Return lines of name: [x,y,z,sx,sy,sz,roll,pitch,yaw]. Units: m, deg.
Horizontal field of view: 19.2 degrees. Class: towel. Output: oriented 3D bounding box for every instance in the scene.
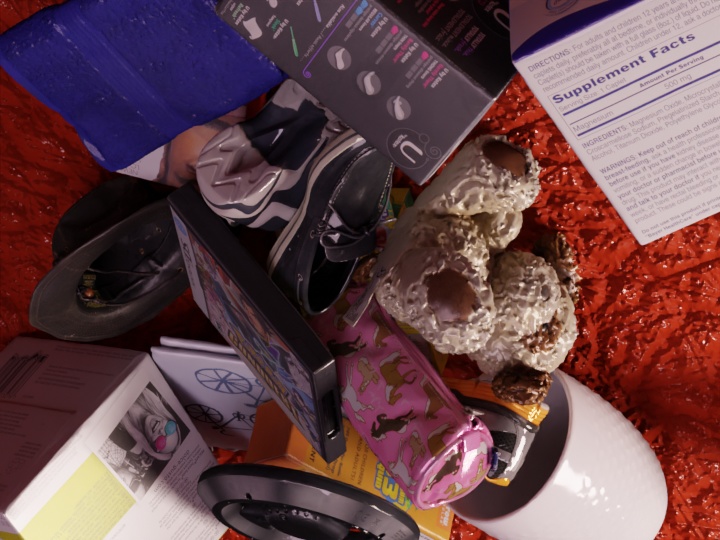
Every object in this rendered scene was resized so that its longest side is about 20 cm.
towel: [-0.163,-0.167,1.614,0.199,0.050,0.148,-23,125,34]

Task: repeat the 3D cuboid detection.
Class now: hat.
hat: [-0.202,-0.027,1.802,0.081,0.200,0.201,61,139,25]

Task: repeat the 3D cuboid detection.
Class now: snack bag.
snack bag: [-0.076,0.121,1.906,0.187,0.022,0.200,6,151,14]

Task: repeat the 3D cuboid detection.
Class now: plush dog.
plush dog: [0.097,0.022,1.676,0.171,0.201,0.160,37,141,-19]

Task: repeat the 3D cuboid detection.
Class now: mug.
mug: [0.157,0.174,1.820,0.199,0.148,0.175,0,156,47]

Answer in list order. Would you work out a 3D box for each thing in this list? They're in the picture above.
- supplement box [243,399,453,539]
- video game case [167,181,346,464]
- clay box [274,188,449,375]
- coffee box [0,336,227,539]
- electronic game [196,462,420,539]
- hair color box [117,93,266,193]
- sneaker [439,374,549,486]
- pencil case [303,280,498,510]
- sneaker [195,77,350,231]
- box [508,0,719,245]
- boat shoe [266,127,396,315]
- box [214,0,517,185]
supplement box: [-0.005,0.182,1.895,0.200,0.067,0.069,32,145,-32]
video game case: [-0.083,0.045,1.731,0.200,0.025,0.181,50,164,23]
clay box: [0.000,0.000,1.782,0.114,0.048,0.201,2,130,22]
coffee box: [-0.266,0.203,1.921,0.199,0.200,0.198,5,135,45]
electronic game: [-0.045,0.210,1.847,0.199,0.042,0.200,13,158,5]
hair color box: [-0.132,-0.158,1.680,0.110,0.064,0.201,14,135,8]
sneaker: [0.063,0.126,1.753,0.078,0.078,0.199,24,167,-40]
pencil case: [0.027,0.096,1.694,0.086,0.200,0.083,-33,143,-8]
sneaker: [-0.036,-0.097,1.667,0.080,0.199,0.130,47,168,13]
box: [0.228,-0.146,1.492,0.183,0.105,0.200,-24,128,21]
boat shoe: [-0.012,-0.041,1.628,0.062,0.074,0.200,56,137,25]
box: [0.016,-0.181,1.540,0.200,0.122,0.106,40,130,-1]
